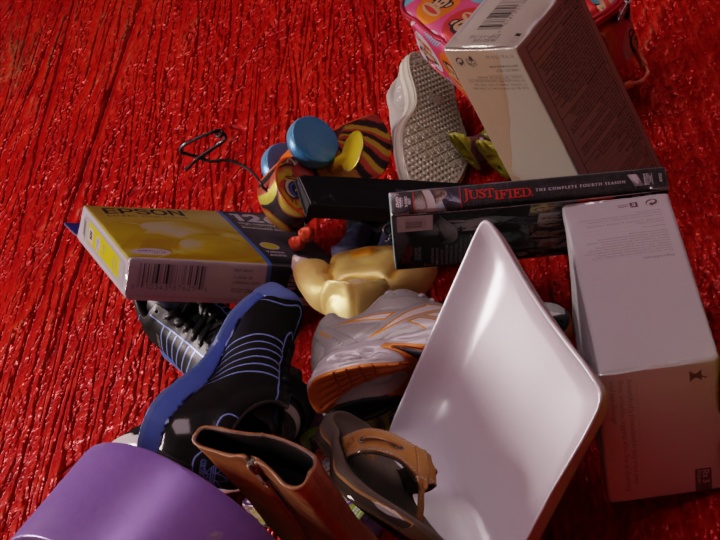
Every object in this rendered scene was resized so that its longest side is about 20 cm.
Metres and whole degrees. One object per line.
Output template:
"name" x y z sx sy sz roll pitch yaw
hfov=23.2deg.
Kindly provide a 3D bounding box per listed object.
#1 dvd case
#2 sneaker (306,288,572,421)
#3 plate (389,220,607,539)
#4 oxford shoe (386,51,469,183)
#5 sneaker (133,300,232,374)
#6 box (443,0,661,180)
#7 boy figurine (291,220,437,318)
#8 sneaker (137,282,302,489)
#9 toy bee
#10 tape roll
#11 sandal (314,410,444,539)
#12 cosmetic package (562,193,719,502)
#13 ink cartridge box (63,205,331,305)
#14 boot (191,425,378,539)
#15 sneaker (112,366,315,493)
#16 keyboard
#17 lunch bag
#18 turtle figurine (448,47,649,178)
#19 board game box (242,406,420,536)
"dvd case" 0.122 -0.037 1.309 0.199 0.146 0.022 -7 74 1
"sneaker" 0.054 0.043 1.295 0.199 0.076 0.092 -11 44 2
"plate" 0.092 0.100 1.163 0.032 0.200 0.200 7 32 -26
"oxford shoe" 0.056 -0.123 1.616 0.058 0.075 0.201 -55 24 36
"sneaker" -0.139 0.054 1.503 0.070 0.078 0.200 -42 32 -18
"box" 0.156 -0.123 1.386 0.078 0.200 0.095 6 45 44
"boy figurine" 0.000 0.000 1.431 0.124 0.065 0.200 1 24 12
"sneaker" -0.078 0.085 1.253 0.078 0.070 0.200 22 41 15
"toy bee" -0.051 -0.071 1.534 0.199 0.109 0.131 -18 -14 -17
"tape roll" -0.129 0.211 1.148 0.199 0.200 0.085 3 44 43
"sandal" 0.022 0.135 1.187 0.055 0.082 0.200 -52 18 7
"cosmetic package" 0.189 0.048 1.185 0.081 0.113 0.200 -7 32 5
"ink cartridge box" -0.141 -0.023 1.544 0.197 0.047 0.200 1 22 -26
"boot" -0.050 0.170 1.135 0.188 0.200 0.069 15 64 48
"sneaker" -0.108 0.124 1.377 0.199 0.073 0.112 -12 29 45
"keyboard" 0.051 -0.046 1.441 0.199 0.021 0.127 2 22 -12
"lunch bag" 0.148 -0.221 1.529 0.176 0.082 0.200 -34 42 -7
"turtle figurine" 0.156 -0.155 1.564 0.161 0.064 0.200 -43 41 -12
"board game box" 0.012 0.121 1.326 0.120 0.032 0.200 3 45 49
